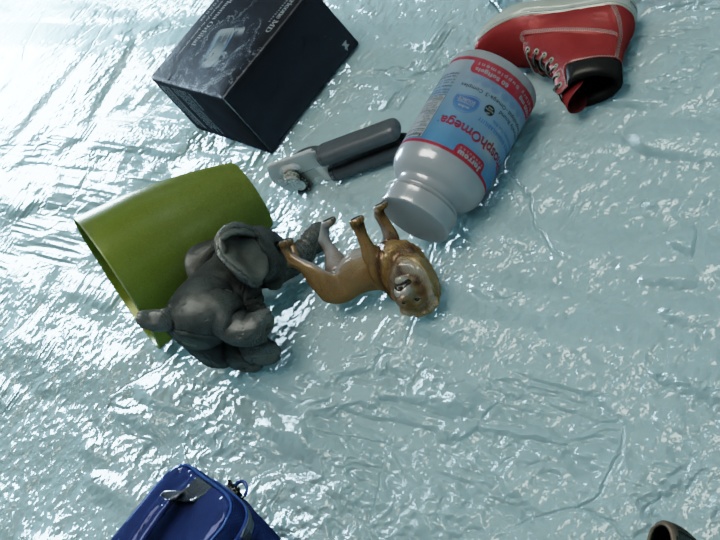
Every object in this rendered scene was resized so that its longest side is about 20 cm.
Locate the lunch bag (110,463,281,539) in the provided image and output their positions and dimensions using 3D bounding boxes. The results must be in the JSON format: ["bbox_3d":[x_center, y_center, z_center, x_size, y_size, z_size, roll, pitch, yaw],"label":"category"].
[{"bbox_3d":[-0.170,0.289,1.431,0.200,0.132,0.136,-53,38,-11],"label":"lunch bag"}]

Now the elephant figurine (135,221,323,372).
[{"bbox_3d":[-0.138,0.004,1.664,0.141,0.155,0.201,0,63,24],"label":"elephant figurine"}]

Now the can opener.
[{"bbox_3d":[-0.028,-0.144,1.787,0.199,0.053,0.067,-15,44,33],"label":"can opener"}]

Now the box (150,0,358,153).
[{"bbox_3d":[-0.145,-0.284,1.981,0.200,0.117,0.197,22,71,50],"label":"box"}]

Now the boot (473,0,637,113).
[{"bbox_3d":[0.205,-0.230,1.641,0.199,0.072,0.145,-7,51,34],"label":"boot"}]

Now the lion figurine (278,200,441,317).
[{"bbox_3d":[0.000,0.000,1.590,0.072,0.123,0.200,-33,14,-38],"label":"lion figurine"}]

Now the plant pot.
[{"bbox_3d":[-0.212,-0.038,1.777,0.200,0.188,0.187,-34,35,-12],"label":"plant pot"}]

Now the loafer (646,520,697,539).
[{"bbox_3d":[0.223,0.288,1.120,0.072,0.063,0.201,-11,48,37],"label":"loafer"}]

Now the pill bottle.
[{"bbox_3d":[0.104,-0.135,1.607,0.108,0.109,0.201,8,60,47],"label":"pill bottle"}]
